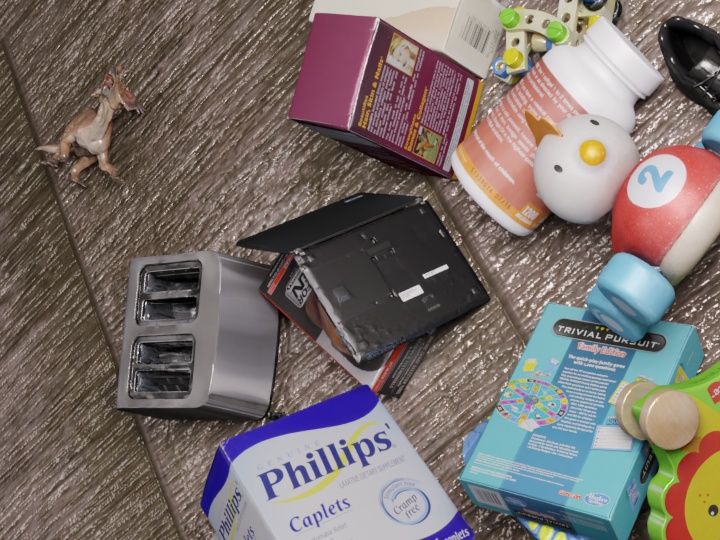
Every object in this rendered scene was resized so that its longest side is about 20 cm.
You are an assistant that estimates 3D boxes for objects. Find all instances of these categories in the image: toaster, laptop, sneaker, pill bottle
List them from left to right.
[{"bbox_3d":[-0.181,0.080,1.396,0.197,0.118,0.184,-4,77,36],"label":"toaster"},{"bbox_3d":[0.000,0.000,1.261,0.202,0.176,0.104,57,148,15],"label":"laptop"},{"bbox_3d":[0.158,0.208,1.133,0.070,0.083,0.200,-35,41,-5],"label":"sneaker"},{"bbox_3d":[0.189,-0.139,1.172,0.200,0.111,0.113,-46,56,19],"label":"pill bottle"},{"bbox_3d":[0.332,-0.154,1.082,0.076,0.090,0.200,-52,55,12],"label":"sneaker"}]

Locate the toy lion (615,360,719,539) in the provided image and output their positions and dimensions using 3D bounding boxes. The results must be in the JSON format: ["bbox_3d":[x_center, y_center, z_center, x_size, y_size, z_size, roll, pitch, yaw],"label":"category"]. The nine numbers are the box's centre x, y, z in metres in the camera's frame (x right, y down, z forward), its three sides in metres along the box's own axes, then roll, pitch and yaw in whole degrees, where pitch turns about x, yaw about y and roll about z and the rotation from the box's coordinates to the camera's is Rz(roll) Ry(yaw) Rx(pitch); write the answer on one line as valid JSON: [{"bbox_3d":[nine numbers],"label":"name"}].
[{"bbox_3d":[0.311,0.151,0.997,0.198,0.069,0.193,-33,99,-10],"label":"toy lion"}]

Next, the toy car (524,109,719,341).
[{"bbox_3d":[0.216,-0.077,1.052,0.199,0.177,0.185,36,84,10],"label":"toy car"}]

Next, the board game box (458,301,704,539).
[{"bbox_3d":[0.197,0.130,1.085,0.149,0.047,0.201,9,55,38],"label":"board game box"}]

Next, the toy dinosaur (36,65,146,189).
[{"bbox_3d":[-0.352,-0.189,1.620,0.199,0.085,0.138,-4,65,53],"label":"toy dinosaur"}]

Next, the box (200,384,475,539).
[{"bbox_3d":[-0.025,0.239,1.177,0.201,0.182,0.106,51,142,29],"label":"box"}]

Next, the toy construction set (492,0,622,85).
[{"bbox_3d":[0.195,-0.289,1.226,0.130,0.091,0.204,3,91,38],"label":"toy construction set"}]

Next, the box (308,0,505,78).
[{"bbox_3d":[0.050,-0.275,1.325,0.198,0.094,0.079,21,92,40],"label":"box"}]

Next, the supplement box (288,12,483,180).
[{"bbox_3d":[0.029,-0.174,1.245,0.085,0.199,0.112,14,88,38],"label":"supplement box"}]

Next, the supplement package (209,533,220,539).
[{"bbox_3d":[-0.117,0.351,1.277,0.200,0.121,0.120,-47,56,19],"label":"supplement package"}]

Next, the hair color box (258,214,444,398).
[{"bbox_3d":[-0.012,0.036,1.313,0.199,0.061,0.102,38,102,36],"label":"hair color box"}]
